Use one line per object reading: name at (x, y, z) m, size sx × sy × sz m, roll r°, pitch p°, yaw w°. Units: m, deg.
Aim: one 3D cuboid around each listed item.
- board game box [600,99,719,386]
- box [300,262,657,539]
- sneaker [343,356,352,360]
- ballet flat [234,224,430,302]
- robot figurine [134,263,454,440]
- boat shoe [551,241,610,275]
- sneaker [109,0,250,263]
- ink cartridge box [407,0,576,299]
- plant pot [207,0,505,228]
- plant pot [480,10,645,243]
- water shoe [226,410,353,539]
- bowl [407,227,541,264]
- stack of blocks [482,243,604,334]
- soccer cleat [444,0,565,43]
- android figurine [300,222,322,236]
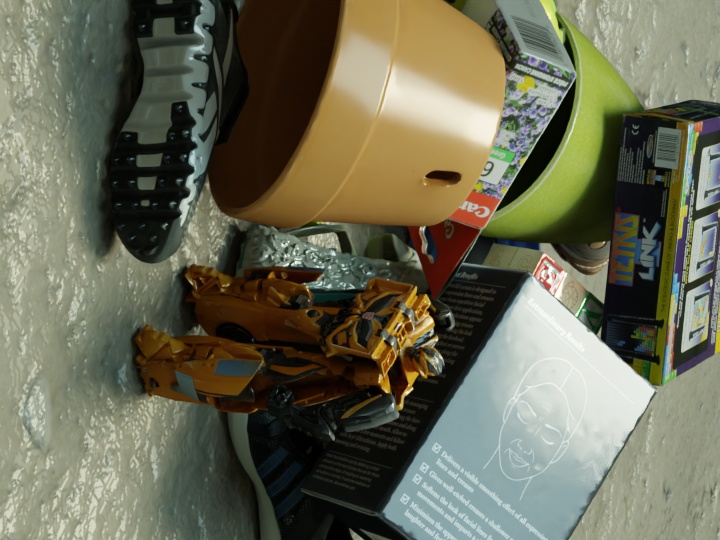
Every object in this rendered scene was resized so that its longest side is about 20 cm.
board game box at (0.241, -0.025, 1.798) m, size 0.165 × 0.057 × 0.201 m, roll -17°, pitch 114°, yaw -66°
box at (0.083, 0.117, 1.625) m, size 0.148 × 0.107 × 0.200 m, roll 41°, pitch 74°, yaw -27°
sneaker at (0.042, 0.089, 1.776) m, size 0.199 × 0.070 × 0.094 m, roll 4°, pitch 91°, yaw -45°
ballet flat at (0.000, 0.000, 1.670) m, size 0.199 × 0.072 × 0.072 m, roll 8°, pitch 85°, yaw -34°
robot figurine at (-0.040, 0.046, 1.522) m, size 0.145 × 0.199 × 0.058 m, roll -57°, pitch 140°, yaw -43°
boat shoe at (0.166, -0.084, 1.983) m, size 0.072 × 0.075 × 0.201 m, roll 88°, pitch -11°, yaw -62°
sneaker at (-0.110, -0.100, 1.517) m, size 0.090 × 0.066 × 0.201 m, roll 18°, pitch 75°, yaw -58°
ink cartridge box at (0.069, -0.090, 1.615) m, size 0.200 × 0.050 × 0.109 m, roll -59°, pitch -153°, yaw 27°
plant pot at (0.003, -0.114, 1.539) m, size 0.140 × 0.200 × 0.201 m, roll 16°, pitch 76°, yaw -23°
plant pot at (0.152, -0.095, 1.828) m, size 0.200 × 0.187 × 0.188 m, roll 23°, pitch 72°, yaw -46°
water shoe at (-0.036, 0.140, 1.664) m, size 0.072 × 0.079 × 0.201 m, roll -48°, pitch 133°, yaw -49°
bowl at (0.091, 0.017, 1.925) m, size 0.200 × 0.039 × 0.201 m, roll -9°, pitch 101°, yaw -61°
stack of blocks at (0.107, 0.096, 1.748) m, size 0.115 × 0.058 × 0.200 m, roll 39°, pitch 72°, yaw -37°
soccer cleat at (0.078, -0.202, 1.647) m, size 0.084 × 0.065 × 0.200 m, roll -51°, pitch 130°, yaw -21°
android figurine at (-0.017, -0.119, 1.714) m, size 0.182 × 0.041 × 0.200 m, roll 62°, pitch 40°, yaw -43°
